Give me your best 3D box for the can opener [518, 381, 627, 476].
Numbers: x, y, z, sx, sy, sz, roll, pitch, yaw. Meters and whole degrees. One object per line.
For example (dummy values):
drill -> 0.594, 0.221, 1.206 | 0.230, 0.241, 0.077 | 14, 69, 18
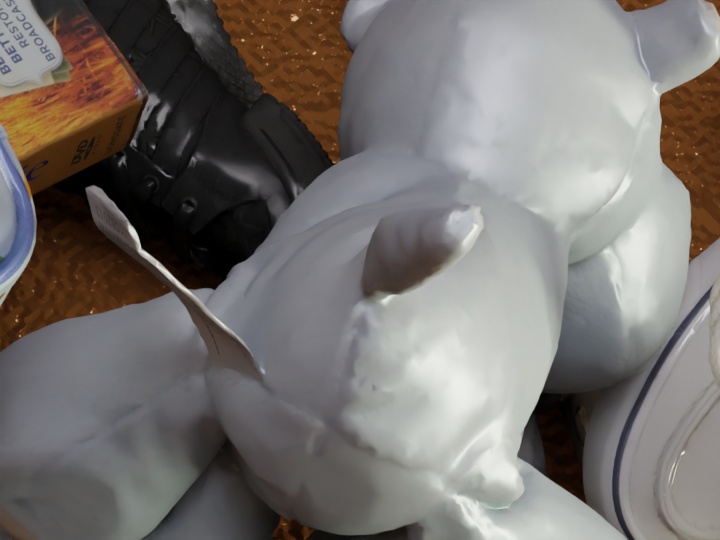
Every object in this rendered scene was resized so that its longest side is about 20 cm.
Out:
can opener -> 0.029, -0.032, 0.813 | 0.066, 0.053, 0.201 | -10, 66, -13

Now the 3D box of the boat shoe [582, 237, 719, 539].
boat shoe -> 0.144, 0.008, 0.744 | 0.200, 0.066, 0.072 | -36, 110, -5

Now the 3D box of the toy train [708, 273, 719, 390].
toy train -> 0.172, 0.030, 0.702 | 0.199, 0.056, 0.151 | -13, 98, -13

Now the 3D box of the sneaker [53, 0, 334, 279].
sneaker -> -0.082, -0.043, 0.799 | 0.104, 0.060, 0.200 | -21, 64, -20

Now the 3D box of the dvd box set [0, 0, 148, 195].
dvd box set -> -0.170, -0.050, 0.684 | 0.200, 0.029, 0.147 | -28, 74, -30

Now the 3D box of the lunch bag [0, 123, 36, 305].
lunch bag -> -0.174, -0.038, 0.612 | 0.160, 0.076, 0.200 | -28, 75, -28

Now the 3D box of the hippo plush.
hippo plush -> 0.000, 0.000, 0.696 | 0.159, 0.200, 0.161 | 2, 48, 24

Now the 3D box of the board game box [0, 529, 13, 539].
board game box -> -0.108, 0.149, 0.710 | 0.126, 0.035, 0.200 | 25, 63, 2
